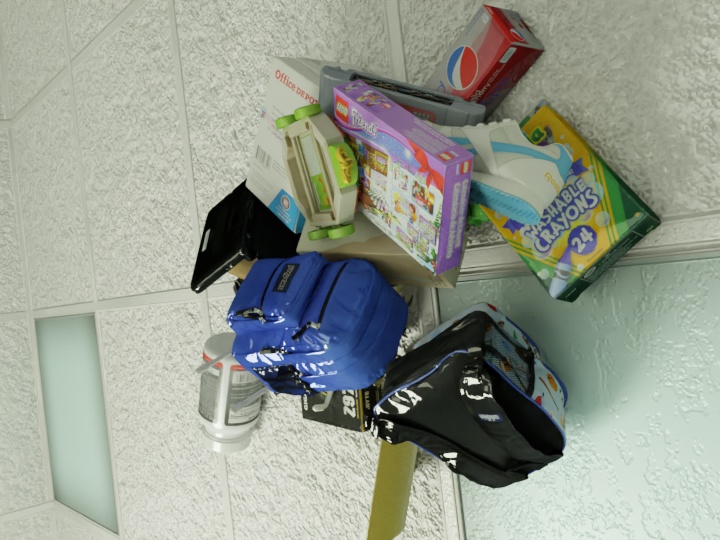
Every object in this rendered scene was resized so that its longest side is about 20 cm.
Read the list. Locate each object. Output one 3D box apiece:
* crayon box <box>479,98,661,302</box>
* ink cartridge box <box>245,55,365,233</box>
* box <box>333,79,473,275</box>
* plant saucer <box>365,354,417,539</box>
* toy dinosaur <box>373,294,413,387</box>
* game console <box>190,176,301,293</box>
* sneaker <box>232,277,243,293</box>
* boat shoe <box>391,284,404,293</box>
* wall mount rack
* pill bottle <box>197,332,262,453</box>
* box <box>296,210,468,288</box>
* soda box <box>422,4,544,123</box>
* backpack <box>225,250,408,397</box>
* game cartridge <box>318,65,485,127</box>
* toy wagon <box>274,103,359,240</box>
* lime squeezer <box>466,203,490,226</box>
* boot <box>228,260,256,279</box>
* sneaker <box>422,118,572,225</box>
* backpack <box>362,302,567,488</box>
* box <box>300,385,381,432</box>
[{"bbox_3d":[0.202,-0.083,0.782,0.126,0.051,0.201,-47,57,24],"label":"crayon box"},{"bbox_3d":[-0.051,-0.179,1.031,0.147,0.144,0.201,43,127,40],"label":"ink cartridge box"},{"bbox_3d":[0.039,-0.105,0.795,0.200,0.039,0.138,44,146,39],"label":"box"},{"bbox_3d":[0.051,0.242,0.971,0.048,0.200,0.202,9,107,5],"label":"plant saucer"},{"bbox_3d":[-0.005,0.115,1.020,0.199,0.102,0.077,-28,108,22],"label":"toy dinosaur"},{"bbox_3d":[-0.147,-0.046,1.091,0.175,0.116,0.201,-35,32,24],"label":"game console"},{"bbox_3d":[-0.153,-0.015,1.203,0.075,0.115,0.202,-6,90,51],"label":"sneaker"},{"bbox_3d":[0.000,0.000,1.066,0.200,0.071,0.077,37,139,49],"label":"boat shoe"},{"bbox_3d":[-0.138,0.155,1.086,0.200,0.173,0.075,30,102,46],"label":"wall mount rack"},{"bbox_3d":[-0.240,0.226,1.342,0.116,0.115,0.202,29,117,45],"label":"pill bottle"},{"bbox_3d":[0.027,-0.035,0.939,0.199,0.095,0.078,2,65,35],"label":"box"},{"bbox_3d":[0.124,-0.215,0.876,0.200,0.063,0.070,-51,57,41],"label":"soda box"},{"bbox_3d":[-0.054,0.065,0.909,0.199,0.168,0.163,-3,54,37],"label":"backpack"},{"bbox_3d":[0.041,-0.160,0.874,0.198,0.041,0.134,17,135,11],"label":"game cartridge"},{"bbox_3d":[-0.043,-0.115,0.855,0.200,0.039,0.156,3,110,65],"label":"toy wagon"},{"bbox_3d":[0.135,-0.088,0.899,0.199,0.038,0.071,-24,76,51],"label":"lime squeezer"},{"bbox_3d":[-0.163,0.015,1.121,0.199,0.066,0.176,24,74,37],"label":"boot"},{"bbox_3d":[0.132,-0.120,0.772,0.200,0.077,0.081,35,84,40],"label":"sneaker"},{"bbox_3d":[0.135,0.148,0.823,0.190,0.154,0.200,43,132,-11],"label":"backpack"},{"bbox_3d":[-0.037,0.140,1.136,0.159,0.049,0.202,-1,94,49],"label":"box"}]
